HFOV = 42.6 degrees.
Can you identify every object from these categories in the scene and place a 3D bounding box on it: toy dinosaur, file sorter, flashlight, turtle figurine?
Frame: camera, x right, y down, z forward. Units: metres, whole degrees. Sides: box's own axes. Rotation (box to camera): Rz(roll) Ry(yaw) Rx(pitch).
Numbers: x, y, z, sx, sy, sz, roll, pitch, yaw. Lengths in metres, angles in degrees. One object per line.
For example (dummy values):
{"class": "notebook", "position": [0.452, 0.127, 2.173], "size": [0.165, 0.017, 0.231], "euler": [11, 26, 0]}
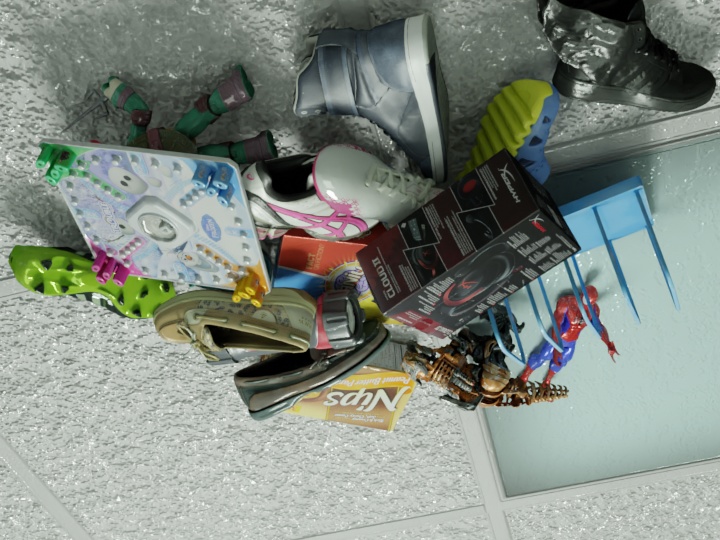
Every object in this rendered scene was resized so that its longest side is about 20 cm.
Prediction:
{"class": "toy dinosaur", "position": [0.149, 0.121, 1.123], "size": [0.198, 0.137, 0.102], "euler": [31, 135, -17]}
{"class": "file sorter", "position": [0.236, 0.009, 1.011], "size": [0.197, 0.125, 0.139], "euler": [-22, 159, 16]}
{"class": "flashlight", "position": [-0.094, 0.067, 1.062], "size": [0.196, 0.068, 0.069], "euler": [-9, 92, 18]}
{"class": "turtle figurine", "position": [-0.189, -0.119, 0.916], "size": [0.196, 0.102, 0.151], "euler": [-18, 133, 6]}

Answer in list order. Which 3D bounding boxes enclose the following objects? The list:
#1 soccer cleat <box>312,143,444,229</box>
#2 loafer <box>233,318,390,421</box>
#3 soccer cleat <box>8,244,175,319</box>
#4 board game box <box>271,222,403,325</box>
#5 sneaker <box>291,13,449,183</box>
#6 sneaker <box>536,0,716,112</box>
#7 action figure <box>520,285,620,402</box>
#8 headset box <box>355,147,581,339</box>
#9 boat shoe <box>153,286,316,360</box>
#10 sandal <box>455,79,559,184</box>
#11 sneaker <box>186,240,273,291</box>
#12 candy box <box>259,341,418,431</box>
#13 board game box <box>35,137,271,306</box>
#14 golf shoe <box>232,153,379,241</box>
{"class": "soccer cleat", "position": [0.035, -0.079, 0.912], "size": [0.085, 0.071, 0.199], "euler": [-1, 167, 35]}
{"class": "loafer", "position": [-0.060, 0.107, 1.093], "size": [0.198, 0.072, 0.063], "euler": [-31, 110, 8]}
{"class": "soccer cleat", "position": [-0.301, 0.006, 1.051], "size": [0.198, 0.081, 0.069], "euler": [17, 99, -44]}
{"class": "board game box", "position": [0.000, 0.000, 1.057], "size": [0.196, 0.041, 0.154], "euler": [6, 144, -9]}
{"class": "sneaker", "position": [0.013, -0.159, 0.906], "size": [0.143, 0.078, 0.204], "euler": [-5, 143, 13]}
{"class": "sneaker", "position": [0.256, -0.213, 0.875], "size": [0.195, 0.061, 0.105], "euler": [2, 134, -6]}
{"class": "action figure", "position": [0.260, 0.110, 1.162], "size": [0.064, 0.100, 0.202], "euler": [6, 131, -12]}
{"class": "headset box", "position": [0.101, -0.013, 0.914], "size": [0.199, 0.076, 0.148], "euler": [-35, 153, 18]}
{"class": "boat shoe", "position": [-0.143, 0.062, 1.010], "size": [0.196, 0.064, 0.073], "euler": [-8, 150, 23]}
{"class": "sandal", "position": [0.160, -0.114, 0.960], "size": [0.085, 0.081, 0.201], "euler": [6, 141, -16]}
{"class": "sneaker", "position": [-0.180, -0.026, 1.012], "size": [0.197, 0.081, 0.078], "euler": [25, 128, -24]}
{"class": "candy box", "position": [-0.032, 0.138, 1.194], "size": [0.196, 0.056, 0.117], "euler": [12, 131, -14]}
{"class": "board game box", "position": [-0.198, -0.041, 0.906], "size": [0.196, 0.026, 0.202], "euler": [7, 145, 11]}
{"class": "golf shoe", "position": [-0.038, -0.077, 0.934], "size": [0.197, 0.074, 0.092], "euler": [-7, 157, -37]}
